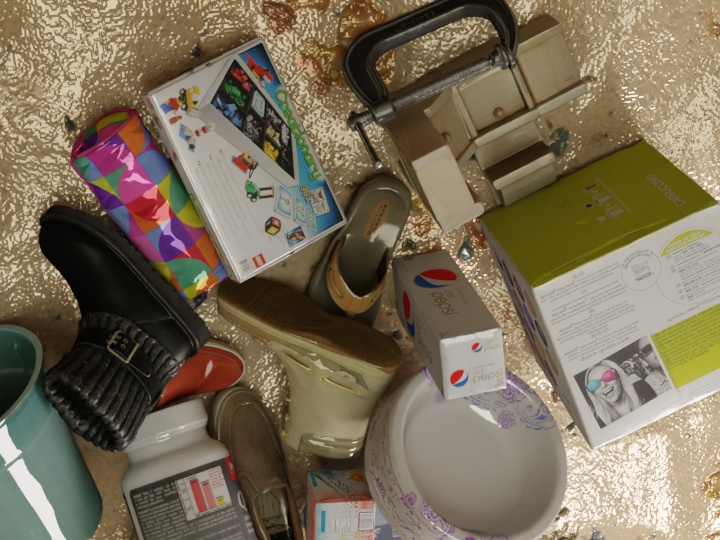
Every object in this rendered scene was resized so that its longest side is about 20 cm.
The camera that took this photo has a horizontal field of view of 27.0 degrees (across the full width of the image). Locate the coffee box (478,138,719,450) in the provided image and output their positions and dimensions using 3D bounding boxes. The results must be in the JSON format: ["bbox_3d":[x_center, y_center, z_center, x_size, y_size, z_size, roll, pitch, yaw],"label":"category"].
[{"bbox_3d":[0.262,0.018,1.515,0.199,0.200,0.198,-25,115,-1],"label":"coffee box"}]

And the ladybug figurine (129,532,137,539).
[{"bbox_3d":[-0.163,0.323,1.619,0.200,0.072,0.136,32,101,-21],"label":"ladybug figurine"}]

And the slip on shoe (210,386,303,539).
[{"bbox_3d":[-0.103,0.218,1.562,0.076,0.060,0.201,-10,91,-33],"label":"slip on shoe"}]

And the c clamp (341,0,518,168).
[{"bbox_3d":[0.067,-0.188,1.416,0.199,0.171,0.027,-29,138,-5],"label":"c clamp"}]

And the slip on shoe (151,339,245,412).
[{"bbox_3d":[-0.203,0.113,1.508,0.199,0.061,0.074,-3,131,-34],"label":"slip on shoe"}]

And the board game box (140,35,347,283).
[{"bbox_3d":[-0.109,-0.106,1.438,0.126,0.035,0.201,-29,105,-17],"label":"board game box"}]

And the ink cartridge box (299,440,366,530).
[{"bbox_3d":[0.037,0.240,1.632,0.199,0.068,0.117,-31,114,0],"label":"ink cartridge box"}]

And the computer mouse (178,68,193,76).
[{"bbox_3d":[-0.109,-0.120,1.475,0.059,0.034,0.200,-42,108,-10],"label":"computer mouse"}]

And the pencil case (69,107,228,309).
[{"bbox_3d":[-0.201,-0.058,1.450,0.088,0.088,0.201,-30,113,1],"label":"pencil case"}]

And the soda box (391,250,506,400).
[{"bbox_3d":[0.085,0.050,1.490,0.063,0.200,0.068,-11,115,-9],"label":"soda box"}]

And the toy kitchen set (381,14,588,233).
[{"bbox_3d":[0.146,-0.111,1.449,0.199,0.181,0.164,-27,116,0],"label":"toy kitchen set"}]

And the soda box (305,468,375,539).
[{"bbox_3d":[-0.023,0.304,1.532,0.063,0.068,0.201,-1,111,-9],"label":"soda box"}]

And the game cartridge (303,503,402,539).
[{"bbox_3d":[0.041,0.279,1.591,0.199,0.041,0.134,-8,117,-8],"label":"game cartridge"}]

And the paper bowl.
[{"bbox_3d":[0.099,0.197,1.505,0.200,0.202,0.104,18,148,-18],"label":"paper bowl"}]

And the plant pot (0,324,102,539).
[{"bbox_3d":[-0.358,0.191,1.468,0.199,0.200,0.197,-25,123,-1],"label":"plant pot"}]

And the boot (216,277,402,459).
[{"bbox_3d":[-0.070,0.103,1.546,0.199,0.073,0.156,23,127,3],"label":"boot"}]

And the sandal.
[{"bbox_3d":[0.000,0.000,1.529,0.080,0.054,0.201,15,114,-17],"label":"sandal"}]

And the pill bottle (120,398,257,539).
[{"bbox_3d":[-0.173,0.238,1.507,0.115,0.116,0.201,-18,85,-4],"label":"pill bottle"}]

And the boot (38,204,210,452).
[{"bbox_3d":[-0.258,0.052,1.419,0.211,0.079,0.158,42,58,-2],"label":"boot"}]
